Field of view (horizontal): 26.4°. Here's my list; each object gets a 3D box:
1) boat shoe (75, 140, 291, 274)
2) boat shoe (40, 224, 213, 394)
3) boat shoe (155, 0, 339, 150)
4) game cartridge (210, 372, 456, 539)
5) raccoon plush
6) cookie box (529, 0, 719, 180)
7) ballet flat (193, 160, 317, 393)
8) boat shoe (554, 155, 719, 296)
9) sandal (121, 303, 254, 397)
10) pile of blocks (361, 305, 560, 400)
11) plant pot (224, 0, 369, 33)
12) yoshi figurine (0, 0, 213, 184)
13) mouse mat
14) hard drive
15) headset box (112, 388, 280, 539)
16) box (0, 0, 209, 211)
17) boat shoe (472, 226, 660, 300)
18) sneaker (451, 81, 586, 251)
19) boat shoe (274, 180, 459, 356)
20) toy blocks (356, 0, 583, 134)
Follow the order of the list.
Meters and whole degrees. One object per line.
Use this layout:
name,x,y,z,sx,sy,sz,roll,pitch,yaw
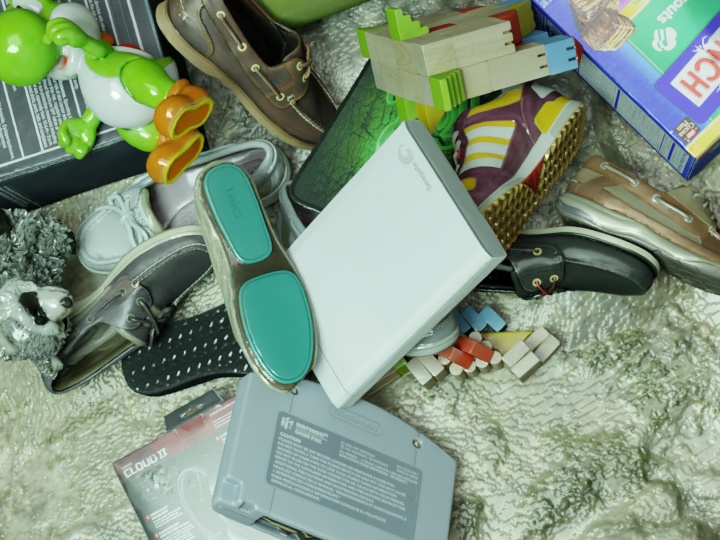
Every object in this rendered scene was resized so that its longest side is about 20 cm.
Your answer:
boat shoe,-0.158,-0.059,1.322,0.201,0.065,0.075,-21,77,6
boat shoe,-0.194,0.037,1.295,0.200,0.072,0.065,-33,50,14
boat shoe,-0.077,-0.172,1.276,0.070,0.200,0.071,-29,46,28
game cartridge,-0.017,0.163,1.223,0.200,0.040,0.134,26,55,-19
raccoon plush,-0.306,0.033,1.301,0.097,0.200,0.134,13,68,-33
cookie box,0.268,-0.209,1.288,0.171,0.075,0.200,-44,78,-2
ballet flat,-0.085,0.007,1.238,0.067,0.062,0.201,-13,76,-20
boat shoe,0.262,-0.037,1.261,0.200,0.076,0.072,26,83,10
sandal,-0.109,0.063,1.316,0.200,0.048,0.076,-10,77,20
pile of blocks,0.065,0.060,1.278,0.199,0.062,0.082,-8,79,7
plant pot,-0.040,-0.290,1.307,0.190,0.200,0.200,-28,77,16
yoshi figurine,-0.222,-0.150,1.214,0.200,0.112,0.113,37,94,13
mouse mat,0.050,-0.104,1.295,0.161,0.008,0.200,22,58,12
hard drive,0.013,-0.002,1.197,0.200,0.027,0.132,-46,64,33
headset box,-0.100,0.197,1.271,0.149,0.077,0.200,-30,76,2
box,-0.258,-0.175,1.335,0.198,0.123,0.201,-17,80,5
boat shoe,0.144,-0.002,1.266,0.201,0.074,0.063,10,62,16
sneaker,0.100,-0.078,1.242,0.090,0.075,0.200,27,55,25
boat shoe,0.001,-0.001,1.266,0.074,0.065,0.202,-30,53,-27
toy blocks,0.093,-0.184,1.264,0.136,0.200,0.100,-17,107,-13
